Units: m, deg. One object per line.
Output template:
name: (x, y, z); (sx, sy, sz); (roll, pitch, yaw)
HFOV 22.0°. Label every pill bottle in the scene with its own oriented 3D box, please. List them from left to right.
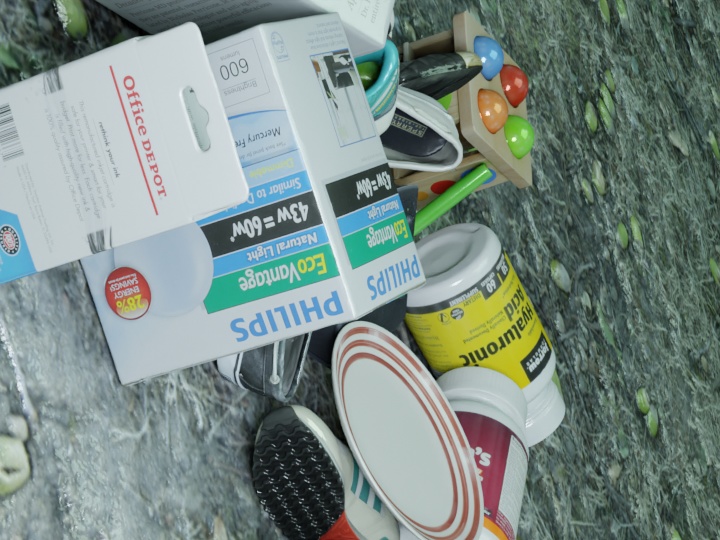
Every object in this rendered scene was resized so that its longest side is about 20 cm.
pill bottle: (0.087, 0.182, 1.585); (0.110, 0.109, 0.200); (57, 30, -31)
pill bottle: (0.114, 0.065, 1.706); (0.201, 0.111, 0.112); (61, 29, -26)

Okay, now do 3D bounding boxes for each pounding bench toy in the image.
pounding bench toy: (0.075, -0.106, 1.674); (0.124, 0.155, 0.201); (36, 45, -52)

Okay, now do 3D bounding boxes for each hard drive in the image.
hard drive: (0.000, 0.000, 1.536); (0.200, 0.042, 0.136); (-33, 130, -69)

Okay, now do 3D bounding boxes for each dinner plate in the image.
dinner plate: (0.033, 0.133, 1.451); (0.200, 0.024, 0.201); (43, 29, -32)

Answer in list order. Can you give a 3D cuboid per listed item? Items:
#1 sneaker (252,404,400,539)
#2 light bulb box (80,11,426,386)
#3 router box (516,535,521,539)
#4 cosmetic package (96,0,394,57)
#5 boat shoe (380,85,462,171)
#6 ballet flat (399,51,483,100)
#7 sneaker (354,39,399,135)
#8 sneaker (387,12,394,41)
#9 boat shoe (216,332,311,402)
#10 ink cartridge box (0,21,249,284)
sneaker: (-0.023, 0.167, 1.432); (0.094, 0.070, 0.200); (-81, 148, -54)
light bulb box: (-0.088, -0.048, 1.263); (0.125, 0.197, 0.201); (-25, 97, -62)
router box: (0.131, 0.346, 1.647); (0.157, 0.052, 0.201); (53, 33, -37)
cosmetic package: (-0.087, -0.259, 1.329); (0.200, 0.166, 0.168); (29, 66, -36)
boat shoe: (-0.006, -0.124, 1.501); (0.199, 0.072, 0.066); (20, 21, -29)
ballet flat: (0.012, -0.163, 1.568); (0.067, 0.199, 0.057); (118, -44, -63)
sneaker: (-0.050, -0.118, 1.399); (0.200, 0.080, 0.078); (-35, 71, -28)
sneaker: (0.003, -0.236, 1.478); (0.200, 0.075, 0.116); (168, -65, -79)
boat shoe: (-0.046, -0.002, 1.363); (0.074, 0.068, 0.200); (14, 96, -62)
ink cartridge box: (-0.153, -0.074, 1.145); (0.067, 0.199, 0.116); (-23, 97, -64)
